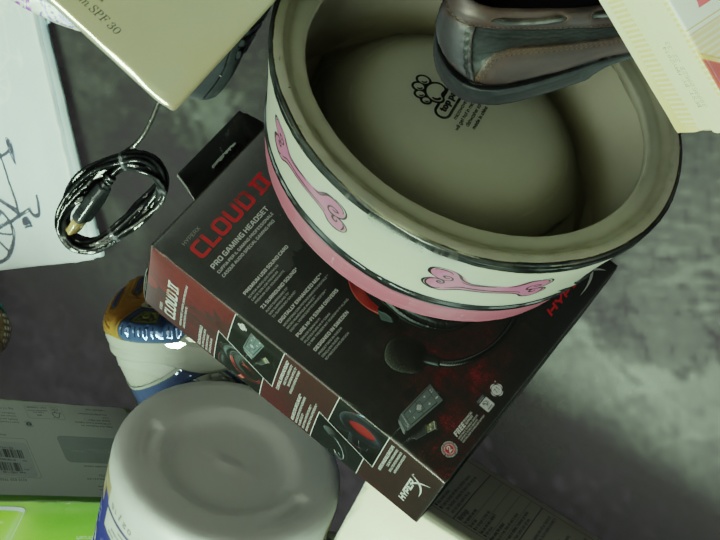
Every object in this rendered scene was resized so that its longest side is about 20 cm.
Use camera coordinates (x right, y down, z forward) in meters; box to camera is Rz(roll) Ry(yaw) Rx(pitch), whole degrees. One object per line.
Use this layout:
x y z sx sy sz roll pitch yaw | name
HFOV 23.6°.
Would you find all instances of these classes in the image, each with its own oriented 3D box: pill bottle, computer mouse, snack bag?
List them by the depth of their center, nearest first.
-0.099 -0.083 0.835 0.059 0.034 0.200 25 118 -11 | computer mouse
-0.089 0.168 0.929 0.120 0.120 0.200 28 130 13 | pill bottle
-0.250 -0.079 1.013 0.200 0.021 0.189 -5 105 25 | snack bag

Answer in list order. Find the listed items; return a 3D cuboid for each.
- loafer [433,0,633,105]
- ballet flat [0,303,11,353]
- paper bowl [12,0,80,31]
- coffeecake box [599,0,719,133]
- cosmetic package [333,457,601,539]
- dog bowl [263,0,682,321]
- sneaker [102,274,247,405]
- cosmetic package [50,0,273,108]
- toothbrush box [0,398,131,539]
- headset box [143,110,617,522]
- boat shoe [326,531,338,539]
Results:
0.125 -0.133 0.751 0.200 0.063 0.072 -24 65 -7 | loafer
-0.303 0.060 1.051 0.200 0.065 0.071 -15 137 28 | ballet flat
-0.110 -0.222 0.835 0.200 0.104 0.201 1 118 2 | paper bowl
0.182 -0.173 0.699 0.200 0.073 0.154 -34 99 -7 | coffeecake box
0.086 0.174 0.903 0.200 0.104 0.073 31 108 12 | cosmetic package
0.044 -0.064 0.800 0.200 0.200 0.074 38 141 7 | dog bowl
-0.041 0.050 0.949 0.200 0.075 0.088 5 127 23 | sneaker
-0.053 -0.179 0.730 0.104 0.073 0.200 41 94 -20 | cosmetic package
-0.221 0.175 1.006 0.200 0.145 0.086 -57 45 27 | toothbrush box
0.000 0.000 0.853 0.200 0.149 0.075 39 156 8 | headset box
-0.029 0.241 1.003 0.066 0.075 0.200 19 108 -15 | boat shoe
